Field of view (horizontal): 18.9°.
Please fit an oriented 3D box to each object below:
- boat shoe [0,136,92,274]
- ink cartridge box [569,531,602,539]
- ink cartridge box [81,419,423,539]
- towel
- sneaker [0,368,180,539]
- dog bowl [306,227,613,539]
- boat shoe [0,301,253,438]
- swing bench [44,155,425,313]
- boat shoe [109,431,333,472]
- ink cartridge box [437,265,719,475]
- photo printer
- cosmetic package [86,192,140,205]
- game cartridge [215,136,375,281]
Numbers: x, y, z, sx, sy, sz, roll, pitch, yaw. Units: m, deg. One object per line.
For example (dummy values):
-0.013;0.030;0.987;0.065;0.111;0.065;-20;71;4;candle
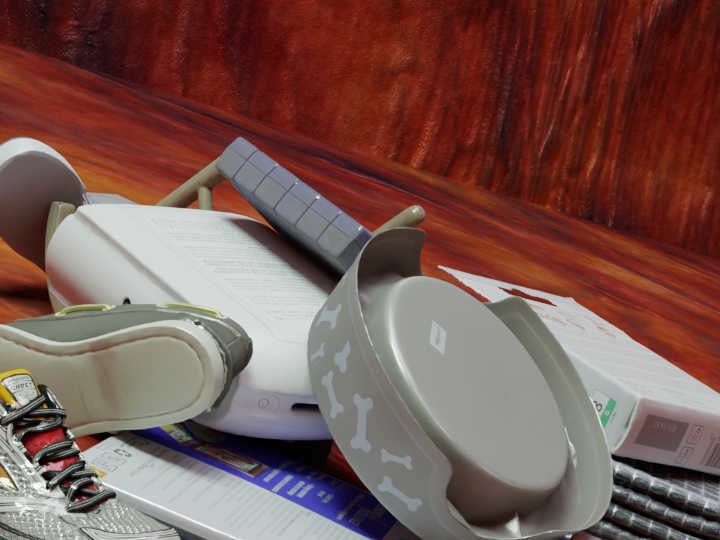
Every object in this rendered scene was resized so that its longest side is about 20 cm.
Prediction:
-0.237;-0.046;1.600;0.065;0.073;0.200;55;-9;30;boat shoe
0.151;0.199;1.153;0.200;0.068;0.116;21;8;10;ink cartridge box
-0.048;0.139;1.161;0.200;0.043;0.198;21;8;8;ink cartridge box
0.181;0.161;1.419;0.200;0.086;0.166;21;7;6;towel
-0.168;0.094;1.039;0.200;0.082;0.078;24;9;25;sneaker
0.052;0.073;1.204;0.200;0.059;0.200;36;30;-25;dog bowl
-0.154;0.055;1.182;0.201;0.072;0.060;-5;11;26;boat shoe
-0.089;0.014;1.540;0.199;0.130;0.200;11;-16;-43;swing bench
-0.108;0.084;1.312;0.200;0.062;0.075;24;9;25;boat shoe
0.157;0.069;1.470;0.161;0.050;0.200;14;13;-47;ink cartridge box
-0.068;0.033;1.281;0.166;0.070;0.200;3;26;-46;photo printer
-0.177;-0.012;1.820;0.200;0.052;0.151;24;12;24;cosmetic package
0.000;0.000;1.363;0.130;0.038;0.200;32;-10;37;game cartridge
